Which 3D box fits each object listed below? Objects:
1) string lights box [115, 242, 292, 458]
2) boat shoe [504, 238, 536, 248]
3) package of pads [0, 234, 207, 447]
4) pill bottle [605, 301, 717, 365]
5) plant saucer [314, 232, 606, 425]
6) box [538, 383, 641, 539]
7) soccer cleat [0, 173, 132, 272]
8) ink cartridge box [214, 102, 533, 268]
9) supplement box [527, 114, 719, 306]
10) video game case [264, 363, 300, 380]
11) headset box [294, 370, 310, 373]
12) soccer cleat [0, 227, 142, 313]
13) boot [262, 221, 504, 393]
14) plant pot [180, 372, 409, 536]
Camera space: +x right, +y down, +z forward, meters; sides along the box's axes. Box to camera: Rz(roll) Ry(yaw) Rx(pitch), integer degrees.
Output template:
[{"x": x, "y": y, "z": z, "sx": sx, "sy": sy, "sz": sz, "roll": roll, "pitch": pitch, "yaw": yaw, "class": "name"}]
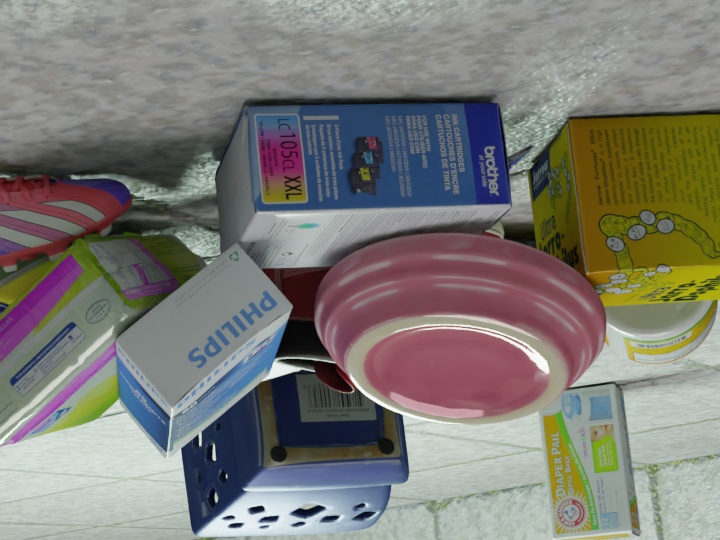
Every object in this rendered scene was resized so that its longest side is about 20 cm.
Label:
[{"x": -0.108, "y": 0.060, "z": 1.110, "sx": 0.103, "sy": 0.059, "sz": 0.200, "roll": -39, "pitch": 172, "yaw": -16, "class": "string lights box"}, {"x": 0.122, "y": 0.020, "z": 1.427, "sx": 0.090, "sy": 0.071, "sz": 0.200, "roll": -4, "pitch": 167, "yaw": -16, "class": "boat shoe"}, {"x": -0.186, "y": 0.043, "z": 1.116, "sx": 0.154, "sy": 0.068, "sz": 0.200, "roll": -42, "pitch": 173, "yaw": 11, "class": "package of pads"}, {"x": 0.249, "y": 0.020, "z": 1.395, "sx": 0.111, "sy": 0.112, "sz": 0.200, "roll": -8, "pitch": 166, "yaw": 10, "class": "pill bottle"}, {"x": 0.066, "y": 0.049, "z": 1.111, "sx": 0.200, "sy": 0.051, "sz": 0.201, "roll": 4, "pitch": 147, "yaw": 3, "class": "plant saucer"}, {"x": 0.310, "y": 0.265, "z": 2.219, "sx": 0.112, "sy": 0.201, "sz": 0.101, "roll": -9, "pitch": 166, "yaw": 14, "class": "box"}, {"x": -0.251, "y": -0.035, "z": 1.081, "sx": 0.199, "sy": 0.077, "sz": 0.067, "roll": -18, "pitch": -166, "yaw": -10, "class": "soccer cleat"}, {"x": 0.013, "y": -0.054, "z": 1.073, "sx": 0.199, "sy": 0.077, "sz": 0.136, "roll": 0, "pitch": 165, "yaw": -14, "class": "ink cartridge box"}, {"x": 0.230, "y": -0.041, "z": 1.145, "sx": 0.199, "sy": 0.110, "sz": 0.109, "roll": -3, "pitch": 166, "yaw": -9, "class": "supplement box"}, {"x": -0.126, "y": 0.063, "z": 1.318, "sx": 0.199, "sy": 0.019, "sz": 0.143, "roll": -17, "pitch": 150, "yaw": 21, "class": "video game case"}, {"x": -0.029, "y": 0.039, "z": 1.429, "sx": 0.199, "sy": 0.078, "sz": 0.149, "roll": -4, "pitch": 166, "yaw": -10, "class": "headset box"}, {"x": -0.219, "y": 0.014, "z": 1.229, "sx": 0.199, "sy": 0.084, "sz": 0.065, "roll": -1, "pitch": 163, "yaw": -20, "class": "soccer cleat"}, {"x": 0.022, "y": 0.020, "z": 1.234, "sx": 0.199, "sy": 0.145, "sz": 0.072, "roll": -2, "pitch": 164, "yaw": -22, "class": "boot"}, {"x": -0.061, "y": 0.144, "z": 1.609, "sx": 0.199, "sy": 0.201, "sz": 0.180, "roll": 0, "pitch": 159, "yaw": -22, "class": "plant pot"}]
